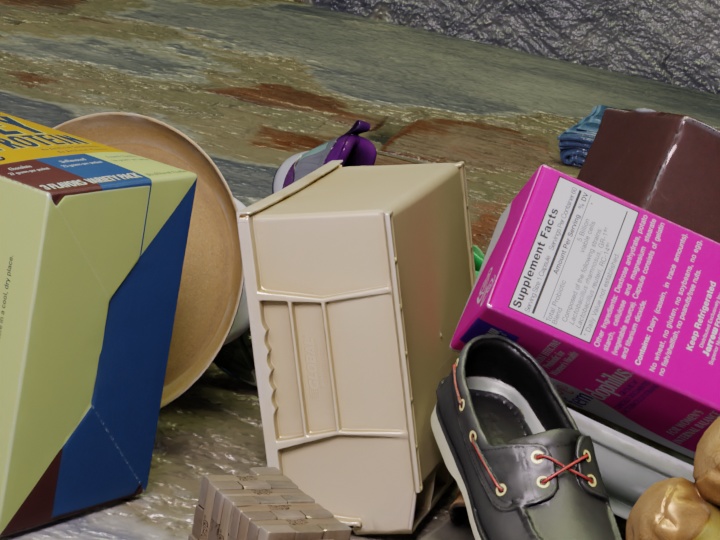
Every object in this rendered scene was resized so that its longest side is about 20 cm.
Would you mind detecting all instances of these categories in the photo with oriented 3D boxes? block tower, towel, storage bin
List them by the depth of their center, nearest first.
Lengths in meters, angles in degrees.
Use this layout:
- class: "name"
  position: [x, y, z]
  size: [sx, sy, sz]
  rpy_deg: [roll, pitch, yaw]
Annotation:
- class: "block tower"
  position: [-0.026, 0.164, 1.179]
  size: [0.058, 0.054, 0.200]
  rpy_deg: [3, 16, -30]
- class: "storage bin"
  position: [0.008, 0.042, 1.403]
  size: [0.094, 0.199, 0.200]
  rpy_deg: [-3, 10, 16]
- class: "towel"
  position: [0.304, -0.151, 2.658]
  size: [0.112, 0.049, 0.200]
  rpy_deg: [15, 15, 14]

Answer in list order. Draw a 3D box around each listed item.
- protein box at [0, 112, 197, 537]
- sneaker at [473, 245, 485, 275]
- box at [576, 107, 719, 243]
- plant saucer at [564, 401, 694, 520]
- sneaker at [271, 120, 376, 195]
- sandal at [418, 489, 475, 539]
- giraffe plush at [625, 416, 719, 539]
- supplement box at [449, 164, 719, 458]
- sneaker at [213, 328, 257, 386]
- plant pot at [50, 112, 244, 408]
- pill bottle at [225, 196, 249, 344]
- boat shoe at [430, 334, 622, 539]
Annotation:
- class: "protein box"
  position: [-0.225, 0.018, 1.303]
  size: [0.200, 0.199, 0.135]
  rpy_deg: [18, 16, 29]
- class: "sneaker"
  position: [0.055, -0.006, 1.838]
  size: [0.200, 0.084, 0.074]
  rpy_deg: [18, 16, 29]
- class: "box"
  position: [0.223, 0.012, 1.550]
  size: [0.164, 0.200, 0.166]
  rpy_deg: [23, 2, -13]
- class: "plant saucer"
  position: [0.169, 0.127, 1.418]
  size: [0.200, 0.050, 0.200]
  rpy_deg: [24, 2, -1]
- class: "sneaker"
  position: [0.000, 0.000, 1.552]
  size: [0.074, 0.200, 0.088]
  rpy_deg: [-7, -18, -42]
- class: "sandal"
  position: [0.088, 0.148, 1.324]
  size: [0.082, 0.055, 0.200]
  rpy_deg: [16, 15, 21]
- class: "giraffe plush"
  position: [0.261, 0.179, 1.207]
  size: [0.200, 0.173, 0.162]
  rpy_deg: [43, 7, -33]
- class: "supplement box"
  position: [0.169, 0.032, 1.360]
  size: [0.200, 0.103, 0.101]
  rpy_deg: [25, -20, -2]
- class: "sneaker"
  position: [-0.035, 0.047, 1.633]
  size: [0.200, 0.078, 0.090]
  rpy_deg: [-10, -1, -44]
- class: "plant pot"
  position: [-0.159, 0.000, 1.445]
  size: [0.200, 0.200, 0.027]
  rpy_deg: [17, 0, 23]
- class: "pill bottle"
  position: [-0.146, -0.001, 1.568]
  size: [0.112, 0.112, 0.200]
  rpy_deg: [4, -2, -24]
- class: "boat shoe"
  position: [0.097, 0.116, 1.262]
  size: [0.074, 0.063, 0.201]
  rpy_deg: [0, 38, -25]
